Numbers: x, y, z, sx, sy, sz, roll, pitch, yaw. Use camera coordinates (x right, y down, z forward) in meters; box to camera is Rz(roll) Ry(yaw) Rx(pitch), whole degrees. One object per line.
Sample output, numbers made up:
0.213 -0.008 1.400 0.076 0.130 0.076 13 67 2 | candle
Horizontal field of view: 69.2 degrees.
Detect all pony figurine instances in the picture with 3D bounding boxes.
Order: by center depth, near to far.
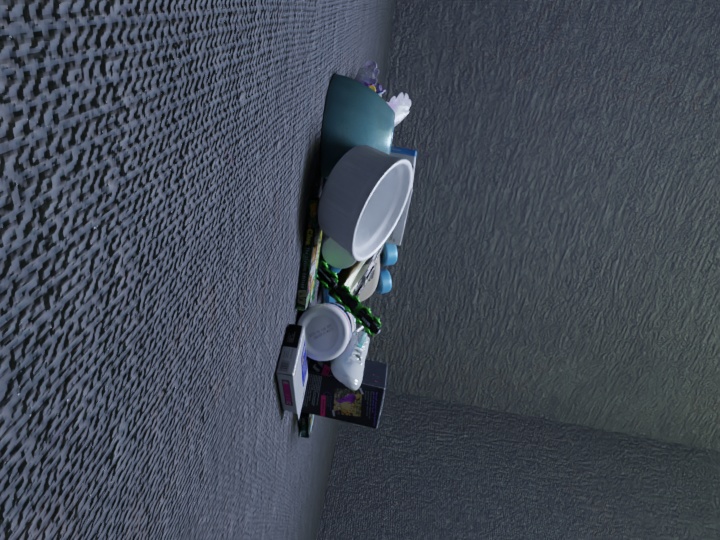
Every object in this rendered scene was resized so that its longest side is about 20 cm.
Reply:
0.022 -0.400 1.295 0.194 0.166 0.200 -49 -173 10 | pony figurine

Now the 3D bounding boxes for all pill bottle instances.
-0.070 0.123 1.102 0.200 0.105 0.113 25 74 -88 | pill bottle
-0.032 -0.097 1.188 0.202 0.107 0.114 -78 176 -53 | pill bottle

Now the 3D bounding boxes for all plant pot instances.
0.001 -0.282 1.065 0.200 0.130 0.207 10 90 -87 | plant pot

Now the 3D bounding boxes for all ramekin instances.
0.006 -0.130 0.972 0.201 0.096 0.203 -50 158 -28 | ramekin

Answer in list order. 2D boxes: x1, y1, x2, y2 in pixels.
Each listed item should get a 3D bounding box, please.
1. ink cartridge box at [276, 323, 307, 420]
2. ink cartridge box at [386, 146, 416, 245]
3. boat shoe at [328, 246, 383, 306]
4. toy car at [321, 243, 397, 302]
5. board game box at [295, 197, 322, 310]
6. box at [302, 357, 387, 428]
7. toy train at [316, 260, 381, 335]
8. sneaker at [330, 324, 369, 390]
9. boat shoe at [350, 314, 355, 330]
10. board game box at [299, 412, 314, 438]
-0.123 0.193 0.970 0.203 0.036 0.097 91 7 -53 | ink cartridge box
0.071 -0.172 1.163 0.202 0.081 0.148 -75 175 -59 | ink cartridge box
0.000 0.000 1.196 0.072 0.065 0.201 -2 -135 53 | boat shoe
-0.029 -0.041 1.355 0.202 0.179 0.181 -120 -150 -45 | toy car
-0.094 -0.035 1.007 0.105 0.023 0.207 -77 176 -79 | board game box
-0.041 0.269 1.213 0.123 0.193 0.109 -72 174 -73 | box
-0.031 0.059 1.093 0.042 0.200 0.056 -43 174 -10 | toy train
-0.013 0.180 1.153 0.090 0.074 0.201 -55 -169 18 | sneaker
-0.035 0.088 1.412 0.069 0.070 0.207 -19 -97 53 | boat shoe
-0.125 0.311 1.356 0.137 0.027 0.204 96 3 -52 | board game box
